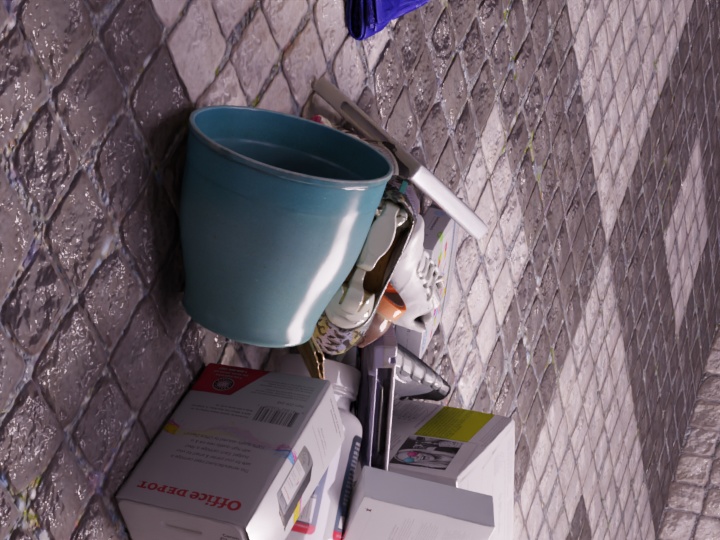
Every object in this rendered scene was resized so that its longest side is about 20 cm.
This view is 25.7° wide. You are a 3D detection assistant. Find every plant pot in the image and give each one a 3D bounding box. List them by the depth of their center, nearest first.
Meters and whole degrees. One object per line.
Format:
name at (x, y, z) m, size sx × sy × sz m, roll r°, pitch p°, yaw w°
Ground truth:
plant pot at (-0.089, -0.037, 1.521) m, size 0.200 × 0.199 × 0.189 m, roll -26°, pitch 136°, yaw -62°

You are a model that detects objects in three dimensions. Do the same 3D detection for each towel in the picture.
towel at (0.042, -0.366, 1.874) m, size 0.200 × 0.049 × 0.148 m, roll -41°, pitch 134°, yaw -57°

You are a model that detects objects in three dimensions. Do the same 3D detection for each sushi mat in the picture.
sushi mat at (-0.064, 0.064, 1.649) m, size 0.200 × 0.012 × 0.096 m, roll -119°, pitch -164°, yaw -51°

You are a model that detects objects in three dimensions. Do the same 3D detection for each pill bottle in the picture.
pill bottle at (-0.062, 0.199, 1.714) m, size 0.120 × 0.119 × 0.201 m, roll 38°, pitch 62°, yaw -63°

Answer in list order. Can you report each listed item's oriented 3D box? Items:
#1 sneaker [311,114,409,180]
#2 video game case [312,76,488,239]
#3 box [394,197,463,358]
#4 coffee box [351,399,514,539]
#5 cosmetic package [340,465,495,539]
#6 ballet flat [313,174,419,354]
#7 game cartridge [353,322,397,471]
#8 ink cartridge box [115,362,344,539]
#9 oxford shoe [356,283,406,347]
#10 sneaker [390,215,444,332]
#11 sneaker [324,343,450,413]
sneaker at (-0.009, -0.112, 1.675) m, size 0.087 × 0.200 × 0.074 m, roll 20°, pitch 94°, yaw -24°
video game case at (0.047, -0.126, 1.798) m, size 0.024 × 0.182 × 0.200 m, roll -48°, pitch 148°, yaw 4°
box at (0.087, 0.006, 2.029) m, size 0.200 × 0.041 × 0.157 m, roll -53°, pitch 152°, yaw -64°
coffee box at (0.063, 0.288, 1.925) m, size 0.200 × 0.197 × 0.201 m, roll -35°, pitch 128°, yaw -60°
cosmetic package at (0.044, 0.313, 1.743) m, size 0.052 × 0.150 × 0.201 m, roll -91°, pitch -161°, yaw -50°
ballet flat at (0.000, 0.000, 1.582) m, size 0.072 × 0.072 × 0.201 m, roll -8°, pitch 126°, yaw -65°
game cartridge at (0.014, 0.131, 1.761) m, size 0.130 × 0.038 × 0.201 m, roll -107°, pitch -163°, yaw -57°
ink cartridge box at (-0.123, 0.191, 1.538) m, size 0.200 × 0.147 × 0.086 m, roll -58°, pitch 146°, yaw -41°
oxford shoe at (-0.045, -0.004, 1.664) m, size 0.073 × 0.200 × 0.071 m, roll -47°, pitch 167°, yaw 17°
sneaker at (0.058, 0.000, 1.792) m, size 0.075 × 0.087 × 0.200 m, roll -58°, pitch 168°, yaw -28°
sneaker at (0.015, 0.139, 1.900) m, size 0.200 × 0.075 × 0.116 m, roll 33°, pitch 93°, yaw -40°
